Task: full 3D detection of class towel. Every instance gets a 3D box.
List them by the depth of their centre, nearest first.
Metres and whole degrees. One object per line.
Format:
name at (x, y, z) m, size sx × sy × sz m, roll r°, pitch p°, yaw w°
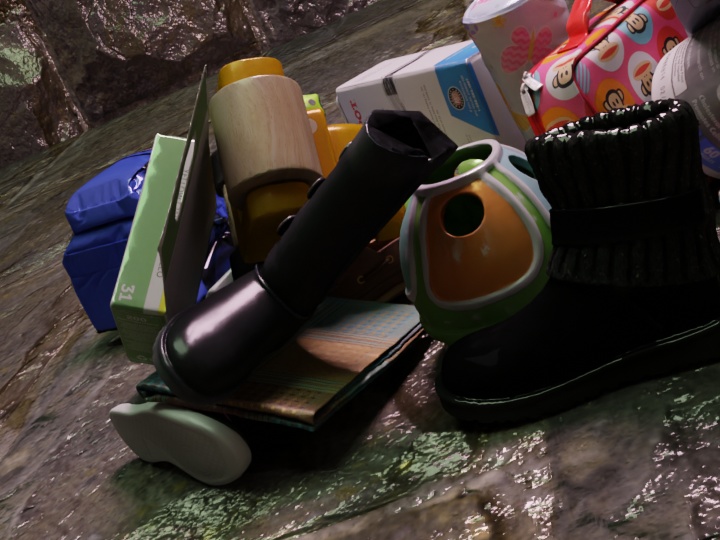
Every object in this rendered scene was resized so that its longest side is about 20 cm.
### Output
towel at (-0.048, 0.062, 0.930) m, size 0.147 × 0.022 × 0.200 m, roll 6°, pitch 21°, yaw 26°

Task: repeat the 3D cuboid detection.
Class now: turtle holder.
turtle holder at (0.101, -0.028, 0.917) m, size 0.141 × 0.132 × 0.186 m, roll -10°, pitch 23°, yaw 41°

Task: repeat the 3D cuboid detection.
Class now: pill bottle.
pill bottle at (0.308, -0.150, 0.887) m, size 0.114 × 0.114 × 0.200 m, roll -37°, pitch 0°, yaw -33°

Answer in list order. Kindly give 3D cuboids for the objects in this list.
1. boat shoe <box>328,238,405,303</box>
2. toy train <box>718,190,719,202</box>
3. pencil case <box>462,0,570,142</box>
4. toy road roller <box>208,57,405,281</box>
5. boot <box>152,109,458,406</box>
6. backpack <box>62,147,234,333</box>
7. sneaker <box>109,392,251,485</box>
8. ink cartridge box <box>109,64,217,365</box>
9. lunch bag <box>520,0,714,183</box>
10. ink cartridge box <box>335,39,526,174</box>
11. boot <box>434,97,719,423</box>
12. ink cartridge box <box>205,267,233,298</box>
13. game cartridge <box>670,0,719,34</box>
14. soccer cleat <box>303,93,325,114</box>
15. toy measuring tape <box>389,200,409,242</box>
boat shoe at (0.000, 0.000, 1.082) m, size 0.200 × 0.068 × 0.072 m, roll -26°, pitch 17°, yaw -1°
toy train at (0.336, -0.076, 0.825) m, size 0.150 × 0.056 × 0.200 m, roll -24°, pitch -6°, yaw -30°
pencil case at (0.169, -0.164, 1.115) m, size 0.091 × 0.200 × 0.083 m, roll -31°, pitch 23°, yaw 6°
toy road roller at (-0.037, -0.073, 0.980) m, size 0.146 × 0.123 × 0.200 m, roll -11°, pitch -20°, yaw -10°
boot at (-0.035, -0.012, 0.825) m, size 0.200 × 0.066 × 0.165 m, roll -45°, pitch -1°, yaw 29°
backpack at (-0.196, -0.050, 1.342) m, size 0.162 × 0.168 × 0.200 m, roll -7°, pitch 21°, yaw 31°
sneaker at (-0.110, 0.098, 0.941) m, size 0.099 × 0.071 × 0.200 m, roll -39°, pitch 17°, yaw -25°
ink cartridge box at (-0.138, -0.034, 0.898) m, size 0.048 × 0.200 × 0.146 m, roll 8°, pitch 64°, yaw 2°
lunch bag at (0.217, -0.141, 1.000) m, size 0.200 × 0.176 × 0.082 m, roll -39°, pitch 11°, yaw -39°
ink cartridge box at (0.086, -0.141, 1.243) m, size 0.084 × 0.145 × 0.200 m, roll -35°, pitch 20°, yaw -33°
boot at (0.122, -0.006, 0.780) m, size 0.211 × 0.158 × 0.079 m, roll -20°, pitch 18°, yaw 16°
ink cartridge box at (-0.072, -0.006, 1.155) m, size 0.200 × 0.044 × 0.174 m, roll -49°, pitch -5°, yaw -26°
game cartridge at (0.286, -0.220, 0.910) m, size 0.133 × 0.042 × 0.200 m, roll -24°, pitch -5°, yaw 14°
soccer cleat at (-0.069, -0.085, 1.137) m, size 0.081 × 0.068 × 0.200 m, roll -14°, pitch -26°, yaw -14°
toy measuring tape at (0.038, -0.061, 1.203) m, size 0.074 × 0.074 × 0.200 m, roll -24°, pitch 14°, yaw 6°
